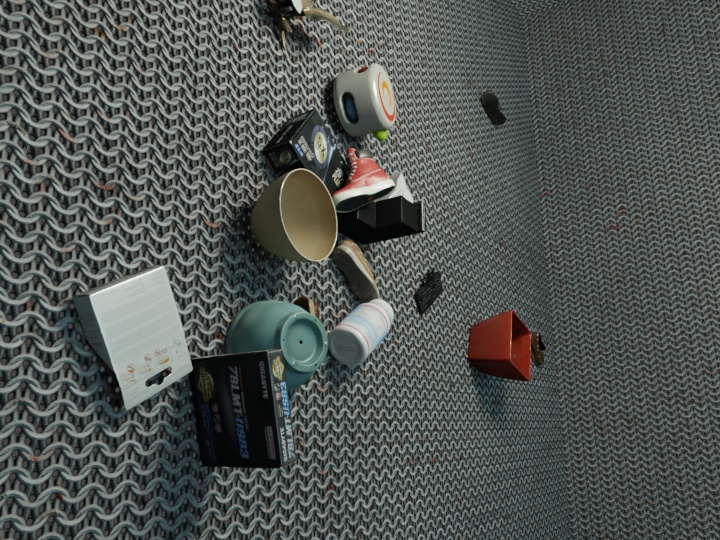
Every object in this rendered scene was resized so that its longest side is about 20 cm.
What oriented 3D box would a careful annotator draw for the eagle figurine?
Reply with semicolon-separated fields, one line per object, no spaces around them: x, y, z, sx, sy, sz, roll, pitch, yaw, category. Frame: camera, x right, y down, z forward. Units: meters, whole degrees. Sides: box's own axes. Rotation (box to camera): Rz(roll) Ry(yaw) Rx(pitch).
-0.128;-0.666;1.554;0.151;0.200;0.152;55;-23;35;eagle figurine

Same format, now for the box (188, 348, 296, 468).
-0.214;0.247;1.102;0.050;0.198;0.200;-4;85;-56;box

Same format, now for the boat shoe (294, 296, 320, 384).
-0.116;0.162;1.408;0.072;0.072;0.200;25;56;-54;boat shoe

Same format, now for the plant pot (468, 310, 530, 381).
0.503;0.284;2.253;0.200;0.176;0.200;42;48;-43;plant pot

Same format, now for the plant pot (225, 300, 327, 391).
-0.152;0.151;1.250;0.200;0.134;0.201;14;69;-41;plant pot

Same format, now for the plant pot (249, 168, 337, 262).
-0.161;-0.107;1.349;0.200;0.134;0.201;24;61;-53;plant pot

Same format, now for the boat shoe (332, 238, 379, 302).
0.000;0.000;1.634;0.200;0.076;0.072;61;34;-30;boat shoe

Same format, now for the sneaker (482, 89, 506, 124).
0.604;-0.762;2.832;0.200;0.076;0.088;48;29;-45;sneaker

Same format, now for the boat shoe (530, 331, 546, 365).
0.817;0.361;2.832;0.200;0.070;0.070;59;36;-31;boat shoe

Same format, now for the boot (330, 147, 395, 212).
-0.026;-0.229;1.516;0.200;0.072;0.144;-26;76;-39;boot

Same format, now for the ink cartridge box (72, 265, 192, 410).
-0.375;0.109;1.040;0.160;0.047;0.200;-32;114;-57;ink cartridge box

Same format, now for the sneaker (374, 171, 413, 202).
0.110;-0.205;1.866;0.116;0.074;0.200;60;35;-23;sneaker

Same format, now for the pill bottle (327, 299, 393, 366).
0.008;0.150;1.568;0.200;0.109;0.109;-40;115;-55;pill bottle

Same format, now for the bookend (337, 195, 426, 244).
0.037;-0.152;1.616;0.200;0.198;0.092;22;63;-52;bookend

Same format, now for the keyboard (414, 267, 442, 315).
0.233;0.060;2.018;0.200;0.040;0.104;-42;117;-55;keyboard

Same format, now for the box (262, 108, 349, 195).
-0.123;-0.259;1.499;0.200;0.086;0.164;60;36;-28;box

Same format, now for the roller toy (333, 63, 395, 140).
0.008;-0.473;1.718;0.182;0.139;0.200;41;45;-60;roller toy
